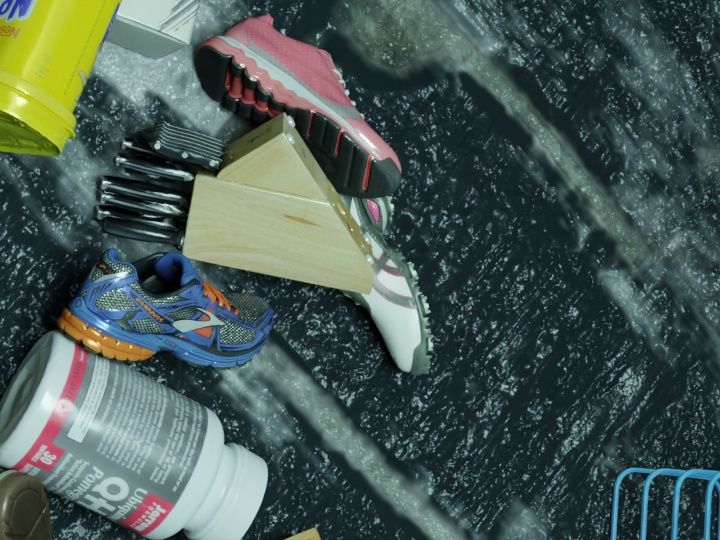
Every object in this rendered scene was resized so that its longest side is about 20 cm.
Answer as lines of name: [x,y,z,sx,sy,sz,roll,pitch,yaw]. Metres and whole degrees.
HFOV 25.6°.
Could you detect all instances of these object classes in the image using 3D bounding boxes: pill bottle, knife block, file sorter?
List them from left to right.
pill bottle: [-0.174,0.137,1.210,0.199,0.111,0.111,30,75,-21]
knife block: [-0.106,-0.035,1.250,0.175,0.064,0.201,-31,108,10]
file sorter: [0.326,0.240,1.399,0.138,0.200,0.124,8,81,-25]

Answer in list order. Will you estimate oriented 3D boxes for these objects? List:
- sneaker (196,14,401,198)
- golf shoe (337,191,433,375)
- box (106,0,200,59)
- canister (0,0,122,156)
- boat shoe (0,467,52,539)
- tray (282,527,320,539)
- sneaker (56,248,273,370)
sneaker: [-0.035,-0.142,1.286,0.200,0.074,0.087,38,57,9]
golf shoe: [0.000,0.000,1.333,0.087,0.077,0.202,-21,90,-10]
box: [-0.152,-0.277,1.260,0.068,0.082,0.202,18,81,-25]
canister: [-0.245,-0.196,1.175,0.086,0.148,0.202,37,69,-46]
boat shoe: [-0.267,0.237,1.183,0.075,0.074,0.204,-32,126,-58]
tray: [-0.041,0.317,1.264,0.098,0.037,0.201,-16,77,-38]
sneaker: [-0.136,0.027,1.220,0.199,0.075,0.079,4,115,-51]
